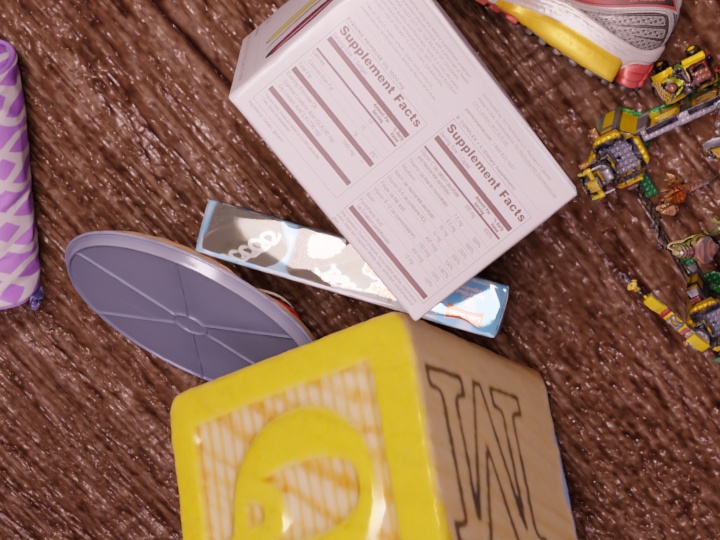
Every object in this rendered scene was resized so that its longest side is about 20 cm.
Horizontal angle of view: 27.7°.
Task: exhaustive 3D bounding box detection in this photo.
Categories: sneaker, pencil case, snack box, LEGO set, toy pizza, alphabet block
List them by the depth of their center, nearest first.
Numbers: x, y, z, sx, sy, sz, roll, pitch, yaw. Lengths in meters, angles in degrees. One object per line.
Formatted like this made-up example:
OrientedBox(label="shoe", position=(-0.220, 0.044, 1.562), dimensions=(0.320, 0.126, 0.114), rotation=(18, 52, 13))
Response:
OrientedBox(label="sneaker", position=(0.099, -0.190, 0.855), dimensions=(0.199, 0.078, 0.083), rotation=(30, 109, -7))
OrientedBox(label="LEGO set", position=(0.222, -0.023, 0.880), dimensions=(0.153, 0.116, 0.201), rotation=(-16, 114, 24))
OrientedBox(label="alphabet block", position=(0.015, 0.163, 0.961), dimensions=(0.194, 0.198, 0.200), rotation=(-23, 155, 25))
OrientedBox(label="snack box", position=(0.000, 0.000, 0.963), dimensions=(0.198, 0.116, 0.037), rotation=(16, 91, 6))
OrientedBox(label="toy pizza", position=(-0.113, 0.025, 1.022), dimensions=(0.199, 0.032, 0.201), rotation=(21, 155, 10))
OrientedBox(label="pencil case", position=(-0.273, -0.064, 1.024), dimensions=(0.083, 0.086, 0.202), rotation=(8, 121, 13))

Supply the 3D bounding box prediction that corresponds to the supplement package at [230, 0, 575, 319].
OrientedBox(label="supplement package", position=(0.019, -0.092, 0.829), dimensions=(0.111, 0.200, 0.156), rotation=(-38, 105, 8))
